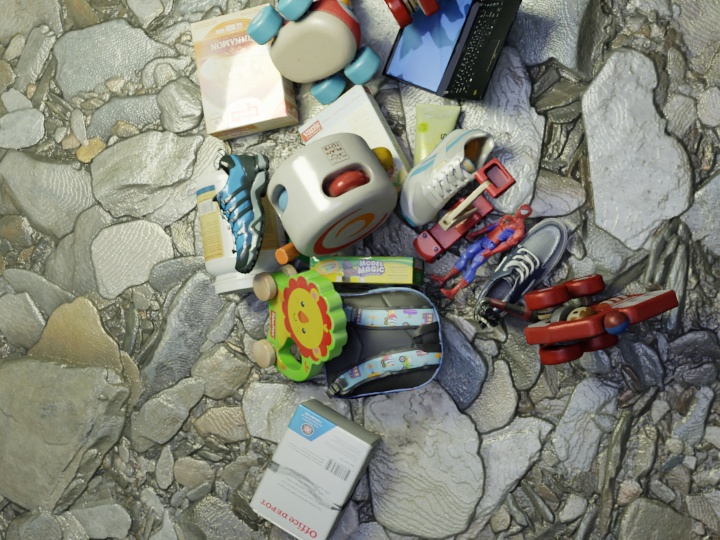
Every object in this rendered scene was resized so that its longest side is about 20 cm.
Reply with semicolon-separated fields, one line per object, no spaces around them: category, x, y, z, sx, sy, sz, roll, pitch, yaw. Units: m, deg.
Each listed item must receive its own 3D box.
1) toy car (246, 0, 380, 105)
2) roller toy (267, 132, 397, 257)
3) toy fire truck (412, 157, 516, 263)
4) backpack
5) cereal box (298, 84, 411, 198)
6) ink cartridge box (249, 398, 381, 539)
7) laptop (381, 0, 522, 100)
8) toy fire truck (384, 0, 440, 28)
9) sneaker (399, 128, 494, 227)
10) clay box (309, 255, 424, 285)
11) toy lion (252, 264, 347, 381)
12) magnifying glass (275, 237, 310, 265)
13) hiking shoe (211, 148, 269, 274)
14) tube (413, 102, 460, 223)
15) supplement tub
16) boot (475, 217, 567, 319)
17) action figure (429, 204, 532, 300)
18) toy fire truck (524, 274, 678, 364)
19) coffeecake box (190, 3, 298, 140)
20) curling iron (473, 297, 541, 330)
toy car;-0.055;-0.424;1.411;0.176;0.184;0.201;-19;41;48
roller toy;-0.045;-0.124;1.326;0.200;0.182;0.140;-37;74;21
toy fire truck;0.163;-0.090;1.356;0.200;0.141;0.049;-41;80;9
backpack;0.041;0.114;1.384;0.199;0.134;0.184;-8;86;14
cereal box;-0.006;-0.196;1.431;0.143;0.039;0.201;-31;76;24
ink cartridge box;-0.076;0.344;1.432;0.144;0.084;0.201;28;95;13
laptop;0.148;-0.385;1.386;0.103;0.200;0.178;19;95;-25
toy fire truck;0.063;-0.507;1.362;0.112;0.168;0.201;-31;50;11
sneaker;0.138;-0.155;1.356;0.077;0.081;0.200;45;72;-26
clay box;0.000;0.000;1.407;0.199;0.115;0.048;2;88;13
toy lion;-0.092;0.089;1.336;0.191;0.068;0.201;28;124;42
magnifying glass;-0.103;-0.039;1.391;0.022;0.200;0.080;-22;95;15
hiking shoe;-0.195;-0.091;1.341;0.086;0.074;0.201;5;73;-9
tube;0.117;-0.183;1.419;0.058;0.052;0.202;10;87;-29
supplement tub;-0.201;-0.066;1.443;0.144;0.145;0.202;-9;86;13
boot;0.262;-0.001;1.355;0.073;0.090;0.200;37;97;12
action figure;0.205;-0.038;1.386;0.200;0.052;0.066;-41;40;8
toy fire truck;0.354;0.069;1.263;0.168;0.199;0.113;-15;89;56
coffeecake box;-0.204;-0.348;1.488;0.152;0.073;0.201;-10;87;12
curling iron;0.260;0.077;1.333;0.199;0.026;0.050;9;113;-27
